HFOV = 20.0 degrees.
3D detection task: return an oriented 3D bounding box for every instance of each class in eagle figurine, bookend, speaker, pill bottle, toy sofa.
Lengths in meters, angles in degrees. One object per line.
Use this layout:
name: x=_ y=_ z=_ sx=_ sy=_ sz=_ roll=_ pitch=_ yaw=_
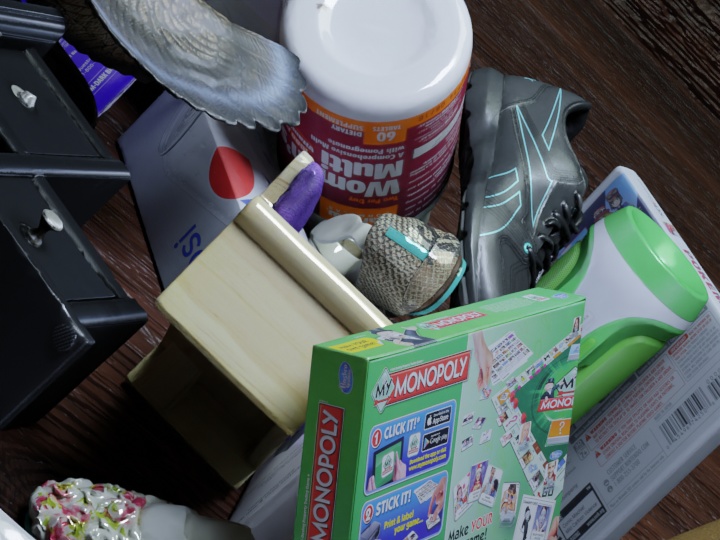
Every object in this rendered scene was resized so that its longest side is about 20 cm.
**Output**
eagle figurine: x=-0.120 y=-0.160 z=1.072 sx=0.152 sy=0.149 sz=0.202 roll=-60 pitch=138 yaw=-57
bookend: x=-0.161 y=-0.023 z=0.920 sx=0.201 sy=0.092 sz=0.198 roll=54 pitch=18 yaw=13
speaker: x=0.110 y=0.054 z=1.221 sx=0.088 sy=0.200 sz=0.089 roll=42 pitch=18 yaw=-17
pill bottle: x=0.005 y=-0.088 z=1.199 sx=0.110 sy=0.109 sz=0.201 roll=55 pitch=-18 yaw=22
toy sofa: x=-0.041 y=0.029 z=0.935 sx=0.083 sy=0.098 sz=0.200 roll=44 pitch=-18 yaw=2

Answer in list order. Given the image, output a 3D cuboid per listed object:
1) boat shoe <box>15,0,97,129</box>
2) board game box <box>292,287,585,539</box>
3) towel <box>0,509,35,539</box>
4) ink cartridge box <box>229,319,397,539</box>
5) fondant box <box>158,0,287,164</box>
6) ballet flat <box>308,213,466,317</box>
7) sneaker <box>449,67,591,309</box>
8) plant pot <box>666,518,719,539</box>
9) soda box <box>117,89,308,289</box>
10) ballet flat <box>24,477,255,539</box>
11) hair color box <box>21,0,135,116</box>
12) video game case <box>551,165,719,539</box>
boat shoe: x=-0.210 y=-0.135 z=1.052 sx=0.200 sy=0.070 sz=0.066 roll=50 pitch=-22 yaw=-15
board game box: x=0.037 y=0.086 z=0.879 sx=0.029 sy=0.136 sz=0.199 roll=11 pitch=11 yaw=30
towel: x=-0.125 y=0.160 z=0.725 sx=0.200 sy=0.032 sz=0.191 roll=44 pitch=18 yaw=-13
ink cartridge box: x=0.021 y=0.129 z=1.045 sx=0.146 sy=0.084 sz=0.200 roll=47 pitch=18 yaw=-6
fondant box: x=-0.081 y=-0.174 z=1.245 sx=0.058 sy=0.201 sz=0.144 roll=-33 pitch=63 yaw=-30
ballet flat: x=0.000 y=0.000 z=1.176 sx=0.075 sy=0.068 sz=0.200 roll=36 pitch=-17 yaw=-6
sneaker: x=0.093 y=-0.033 z=1.177 sx=0.076 sy=0.078 sz=0.202 roll=96 pitch=0 yaw=-59
plant pot: x=0.185 y=0.215 z=1.067 sx=0.186 sy=0.200 sz=0.187 roll=42 pitch=20 yaw=-19
soda box: x=-0.077 y=-0.023 z=1.159 sx=0.063 sy=0.068 sz=0.201 roll=32 pitch=24 yaw=-40
ballet flat: x=-0.052 y=0.147 z=0.869 sx=0.200 sy=0.064 sz=0.076 roll=44 pitch=21 yaw=-12
hair color box: x=-0.215 y=-0.184 z=1.178 sx=0.199 sy=0.065 sz=0.110 roll=31 pitch=25 yaw=-40
video game case: x=0.145 y=0.068 z=1.275 sx=0.023 sy=0.200 sz=0.183 roll=14 pitch=37 yaw=-45
